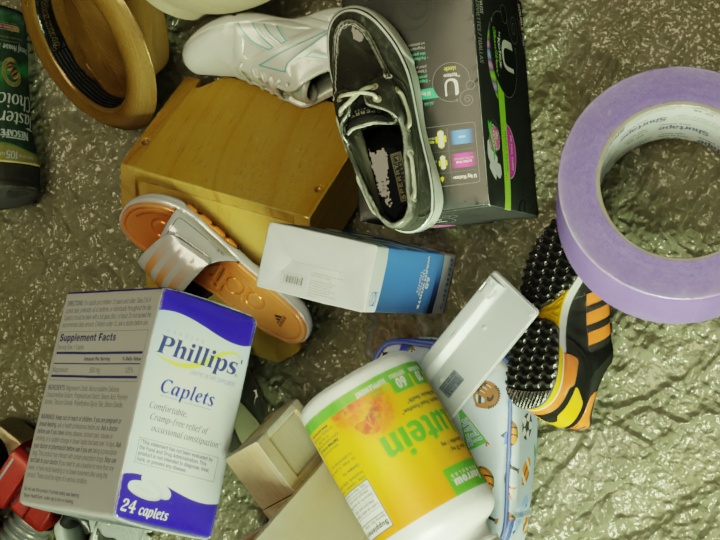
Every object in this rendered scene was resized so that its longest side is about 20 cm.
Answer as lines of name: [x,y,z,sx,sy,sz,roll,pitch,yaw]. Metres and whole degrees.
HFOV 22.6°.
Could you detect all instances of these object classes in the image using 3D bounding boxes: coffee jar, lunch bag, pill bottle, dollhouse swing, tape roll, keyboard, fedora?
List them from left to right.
coffee jar: [-0.374,-0.160,1.780,0.085,0.104,0.201,-8,86,24]
fedora: [-0.242,-0.234,1.723,0.200,0.082,0.201,31,140,31]
dollhouse swing: [-0.102,-0.048,1.703,0.199,0.176,0.182,15,52,22]
pill bottle: [0.044,0.179,1.510,0.111,0.111,0.200,-34,78,17]
lunch bag: [0.074,0.161,1.603,0.160,0.076,0.201,5,89,24]
keyboard: [0.074,0.093,1.564,0.056,0.011,0.200,43,105,17]
tape roll: [0.262,-0.062,1.492,0.199,0.085,0.201,-1,74,4]

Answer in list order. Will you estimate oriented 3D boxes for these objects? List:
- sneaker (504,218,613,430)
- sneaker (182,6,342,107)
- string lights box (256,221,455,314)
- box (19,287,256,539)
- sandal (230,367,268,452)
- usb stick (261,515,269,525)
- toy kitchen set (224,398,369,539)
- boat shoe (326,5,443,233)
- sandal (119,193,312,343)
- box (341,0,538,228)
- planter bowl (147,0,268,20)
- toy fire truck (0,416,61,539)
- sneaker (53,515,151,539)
sneaker: [0.188,0.042,1.568,0.070,0.090,0.201,-6,59,45]
sneaker: [-0.075,-0.194,1.666,0.199,0.070,0.081,-3,73,19]
string lights box: [0.000,0.000,1.569,0.102,0.200,0.059,13,94,21]
box: [-0.197,0.124,1.585,0.184,0.105,0.201,-3,72,54]
sandal: [-0.159,0.098,1.709,0.201,0.057,0.080,38,91,26]
usb stick: [-0.008,0.281,1.652,0.200,0.033,0.056,34,103,19]
toy kitchen set: [-0.087,0.259,1.554,0.180,0.163,0.200,-32,97,34]
boat shoe: [0.015,-0.128,1.481,0.071,0.064,0.201,-23,79,22]
sandal: [-0.137,0.007,1.621,0.206,0.059,0.079,34,136,5]
box: [0.071,-0.142,1.573,0.124,0.148,0.201,-7,86,22]
planter bowl: [-0.144,-0.317,1.660,0.135,0.200,0.201,-40,73,43]
toy fire truck: [-0.332,0.267,1.748,0.200,0.129,0.176,37,101,7]
sneaker: [-0.233,0.206,1.702,0.075,0.115,0.201,12,93,24]
